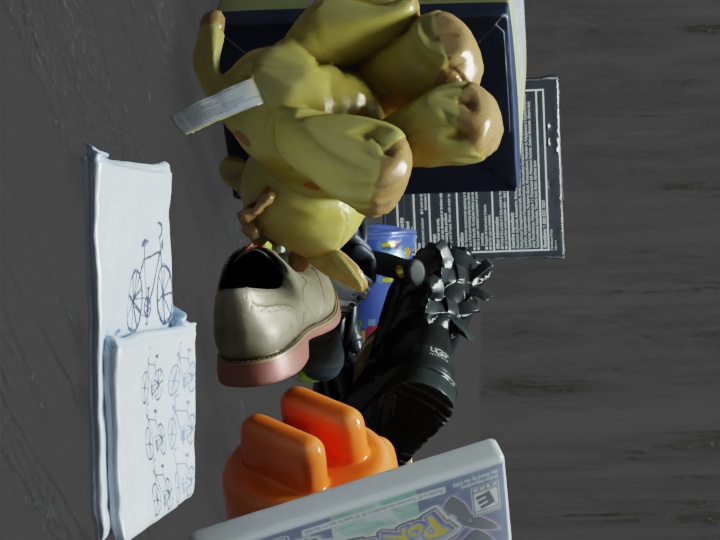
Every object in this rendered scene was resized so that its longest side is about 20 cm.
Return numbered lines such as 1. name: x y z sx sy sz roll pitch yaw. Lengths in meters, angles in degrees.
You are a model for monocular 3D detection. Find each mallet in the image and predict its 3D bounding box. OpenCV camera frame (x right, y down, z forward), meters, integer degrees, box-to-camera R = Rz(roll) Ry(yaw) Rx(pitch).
1. mallet: 0.000 0.000 1.689 0.200 0.041 0.066 -151 -124 -61

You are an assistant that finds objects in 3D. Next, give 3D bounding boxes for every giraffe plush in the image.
1. giraffe plush: -0.021 -0.072 1.375 0.162 0.200 0.173 93 -17 -55

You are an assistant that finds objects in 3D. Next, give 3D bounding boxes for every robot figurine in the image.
1. robot figurine: -0.031 0.178 1.441 0.144 0.116 0.200 -85 170 -59

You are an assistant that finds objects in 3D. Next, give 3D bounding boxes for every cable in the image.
1. cable: -0.013 0.039 1.865 0.163 0.051 0.200 80 10 -50

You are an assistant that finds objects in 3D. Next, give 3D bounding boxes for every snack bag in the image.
1. snack bag: -0.115 0.035 1.160 0.189 0.021 0.200 -6 95 -82

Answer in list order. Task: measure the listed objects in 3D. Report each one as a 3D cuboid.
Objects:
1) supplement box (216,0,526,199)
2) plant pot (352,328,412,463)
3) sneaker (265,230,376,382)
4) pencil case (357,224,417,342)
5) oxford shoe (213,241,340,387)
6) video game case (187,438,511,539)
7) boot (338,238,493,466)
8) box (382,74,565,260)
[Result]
1. supplement box: 0.013 -0.158 1.515 0.200 0.200 0.134 -79 166 -57
2. plant pot: 0.017 0.143 1.814 0.200 0.027 0.200 -3 90 -81
3. sneaker: -0.026 0.018 1.634 0.200 0.081 0.074 79 12 -53
4. pencil case: 0.017 0.057 1.985 0.087 0.078 0.200 -28 116 -79
5. oxford shoe: -0.056 0.012 1.460 0.200 0.070 0.075 -73 155 -72
6. video game case: 0.001 0.203 1.374 0.023 0.200 0.182 -118 -165 -47
7. boot: 0.021 0.077 1.656 0.198 0.073 0.163 -44 -159 39
8. box: 0.124 -0.112 2.402 0.123 0.198 0.200 -43 131 -84
